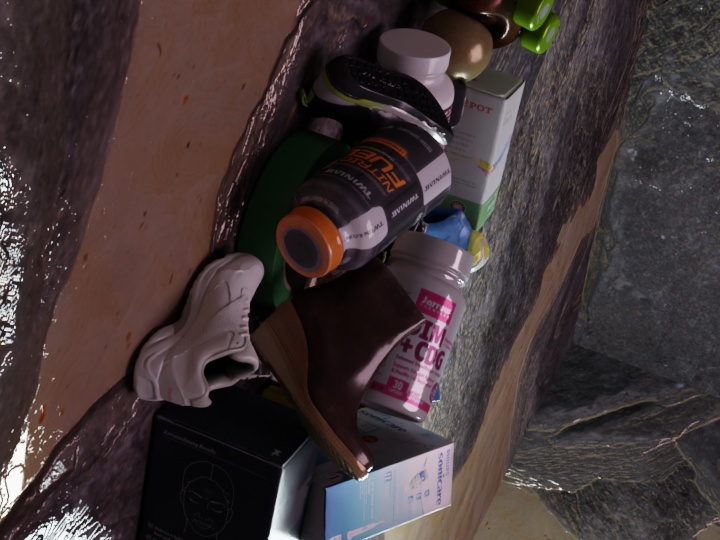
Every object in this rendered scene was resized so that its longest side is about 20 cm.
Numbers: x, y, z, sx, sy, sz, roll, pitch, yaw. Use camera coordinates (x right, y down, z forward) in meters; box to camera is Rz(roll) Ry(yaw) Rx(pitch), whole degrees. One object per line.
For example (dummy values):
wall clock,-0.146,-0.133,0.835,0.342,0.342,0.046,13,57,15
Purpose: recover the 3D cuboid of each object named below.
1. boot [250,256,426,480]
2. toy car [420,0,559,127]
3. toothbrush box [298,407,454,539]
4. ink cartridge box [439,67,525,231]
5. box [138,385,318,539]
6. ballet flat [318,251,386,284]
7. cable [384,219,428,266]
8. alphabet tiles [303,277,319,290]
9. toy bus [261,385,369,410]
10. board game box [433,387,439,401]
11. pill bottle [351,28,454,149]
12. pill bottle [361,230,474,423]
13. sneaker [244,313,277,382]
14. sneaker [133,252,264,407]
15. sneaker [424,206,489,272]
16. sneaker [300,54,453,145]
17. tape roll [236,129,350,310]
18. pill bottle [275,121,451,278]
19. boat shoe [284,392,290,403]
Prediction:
boot,0.001,0.094,1.395,0.166,0.200,0.072,-32,164,-13
toy car,0.125,-0.280,1.697,0.200,0.164,0.158,-59,163,-3
toothbrush box,-0.011,0.237,1.577,0.200,0.146,0.086,-11,111,-39
ink cartridge box,0.120,-0.173,1.809,0.088,0.145,0.201,-48,153,-53
box,-0.141,0.237,1.451,0.107,0.148,0.201,-42,149,-58
ballet flat,0.000,0.000,1.585,0.200,0.046,0.068,-18,130,-76
cable,0.022,-0.030,1.760,0.200,0.051,0.163,-56,-160,23
alphabet tiles,-0.027,-0.024,1.567,0.196,0.015,0.200,-54,162,-50
toy bus,-0.076,0.194,1.683,0.192,0.135,0.201,6,102,-57
board game box,0.034,0.107,1.764,0.200,0.034,0.136,-17,-105,61
pill bottle,0.050,-0.180,1.633,0.113,0.113,0.201,-47,152,-53
pill bottle,0.054,0.063,1.569,0.113,0.113,0.201,49,59,-72
sneaker,-0.078,0.080,1.473,0.200,0.087,0.074,25,51,-47
sneaker,-0.135,0.066,1.349,0.078,0.099,0.200,91,25,-49
sneaker,0.070,-0.036,1.824,0.105,0.199,0.076,65,27,-21
sneaker,0.015,-0.177,1.510,0.200,0.072,0.083,21,129,-40
tape roll,-0.071,-0.054,1.509,0.200,0.048,0.201,20,90,-74
pill bottle,0.000,-0.069,1.416,0.200,0.106,0.106,-40,148,-41
boat shoe,-0.026,0.089,1.647,0.200,0.075,0.068,-39,174,-42
